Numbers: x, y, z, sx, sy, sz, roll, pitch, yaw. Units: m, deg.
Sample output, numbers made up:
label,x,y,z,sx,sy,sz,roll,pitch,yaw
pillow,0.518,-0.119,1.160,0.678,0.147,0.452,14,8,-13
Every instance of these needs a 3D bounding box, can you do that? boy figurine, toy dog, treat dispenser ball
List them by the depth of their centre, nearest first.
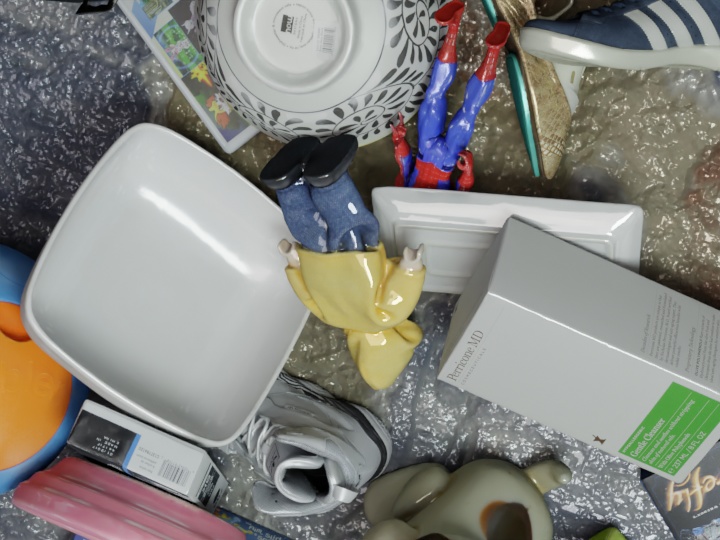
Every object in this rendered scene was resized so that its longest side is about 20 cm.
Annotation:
label,x,y,z,sx,sy,sz,roll,pitch,yaw
boy figurine,0.000,0.000,1.113,0.123,0.065,0.201,-3,125,35
toy dog,0.077,0.230,1.122,0.193,0.200,0.140,-24,98,18
treat dispenser ball,-0.309,0.077,1.171,0.199,0.201,0.203,3,105,12

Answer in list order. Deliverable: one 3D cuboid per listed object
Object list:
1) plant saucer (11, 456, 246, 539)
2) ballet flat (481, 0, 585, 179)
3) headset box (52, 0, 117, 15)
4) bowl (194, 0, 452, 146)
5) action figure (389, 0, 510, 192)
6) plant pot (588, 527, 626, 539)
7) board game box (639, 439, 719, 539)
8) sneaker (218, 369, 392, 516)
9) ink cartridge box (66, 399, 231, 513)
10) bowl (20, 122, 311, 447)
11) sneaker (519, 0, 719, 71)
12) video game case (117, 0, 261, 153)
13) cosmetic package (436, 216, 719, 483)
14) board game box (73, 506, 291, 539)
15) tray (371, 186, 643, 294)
label,x,y,z,sx,sy,sz,roll,pitch,yaw
plant saucer,-0.165,0.194,1.150,0.199,0.201,0.051,21,77,7
ballet flat,0.127,-0.167,1.083,0.065,0.071,0.202,-18,103,2
headset box,-0.181,-0.281,1.060,0.173,0.092,0.202,5,98,40
bowl,-0.038,-0.176,1.079,0.199,0.094,0.203,3,106,12
action figure,0.058,-0.094,1.102,0.065,0.052,0.201,23,132,13
plant pot,0.163,0.349,1.140,0.181,0.200,0.200,-34,96,26
board game box,0.330,0.164,1.134,0.199,0.035,0.136,-31,96,18
sneaker,-0.077,0.124,1.175,0.198,0.115,0.076,22,108,7
ink cartridge box,-0.158,0.150,1.162,0.099,0.200,0.040,21,77,7
bowl,-0.147,0.016,1.133,0.199,0.201,0.074,37,152,-18
sneaker,0.204,-0.181,1.040,0.198,0.075,0.085,-1,100,-15
video game case,-0.090,-0.221,1.140,0.182,0.022,0.201,-35,95,18
cosmetic package,0.168,0.058,1.088,0.198,0.085,0.108,22,136,-3
board game box,-0.147,0.260,1.267,0.198,0.034,0.136,24,108,5
tray,0.107,-0.011,1.121,0.198,0.022,0.108,5,138,12
